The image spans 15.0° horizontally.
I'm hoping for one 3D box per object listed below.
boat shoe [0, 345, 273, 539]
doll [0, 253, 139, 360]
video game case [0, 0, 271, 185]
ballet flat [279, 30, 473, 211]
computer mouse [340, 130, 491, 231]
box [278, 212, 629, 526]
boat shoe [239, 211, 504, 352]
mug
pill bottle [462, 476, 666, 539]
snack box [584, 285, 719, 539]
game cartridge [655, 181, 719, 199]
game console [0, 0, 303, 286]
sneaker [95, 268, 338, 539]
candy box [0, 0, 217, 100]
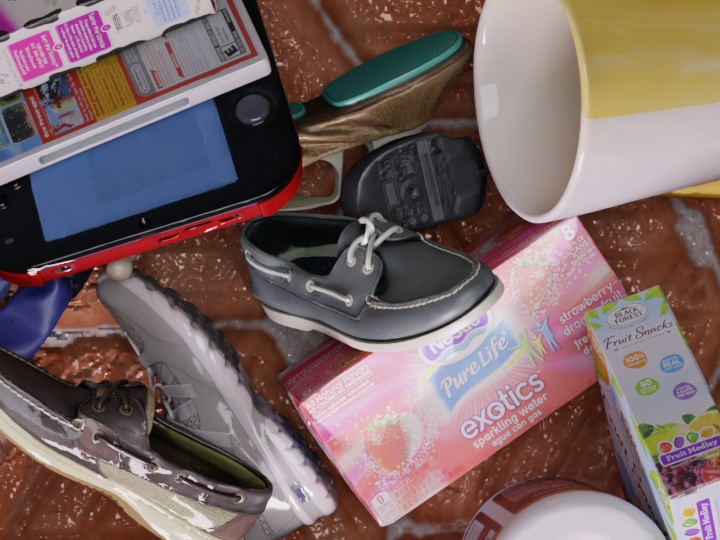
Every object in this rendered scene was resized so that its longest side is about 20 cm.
[{"bbox_3d":[-0.140,0.093,1.587,0.200,0.073,0.065,34,108,-20],"label":"boat shoe"},{"bbox_3d":[-0.195,-0.016,1.644,0.136,0.048,0.200,30,78,26],"label":"doll"},{"bbox_3d":[-0.169,-0.136,1.637,0.200,0.017,0.143,-22,58,-4],"label":"video game case"},{"bbox_3d":[-0.017,-0.079,1.665,0.200,0.068,0.072,-23,111,-4],"label":"ballet flat"},{"bbox_3d":[0.082,-0.065,1.657,0.200,0.034,0.059,-13,101,-12],"label":"computer mouse"},{"bbox_3d":[0.061,0.053,1.637,0.200,0.103,0.095,-34,102,-3],"label":"box"},{"bbox_3d":[0.000,0.000,1.595,0.073,0.200,0.062,-43,119,-28],"label":"boat shoe"},{"bbox_3d":[0.170,-0.115,1.575,0.153,0.187,0.150,-5,66,-21],"label":"mug"},{"bbox_3d":[0.116,0.178,1.596,0.112,0.200,0.112,0,90,-3],"label":"pill bottle"},{"bbox_3d":[0.186,0.126,1.582,0.053,0.200,0.142,-21,50,-3],"label":"snack box"},{"bbox_3d":[0.180,-0.145,1.690,0.176,0.032,0.200,2,88,-4],"label":"game cartridge"},{"bbox_3d":[-0.144,-0.089,1.627,0.200,0.031,0.177,-17,63,-1],"label":"game console"},{"bbox_3d":[-0.102,0.085,1.646,0.082,0.075,0.200,-38,87,4],"label":"sneaker"},{"bbox_3d":[-0.202,-0.180,1.623,0.200,0.061,0.136,-22,60,-3],"label":"candy box"}]
